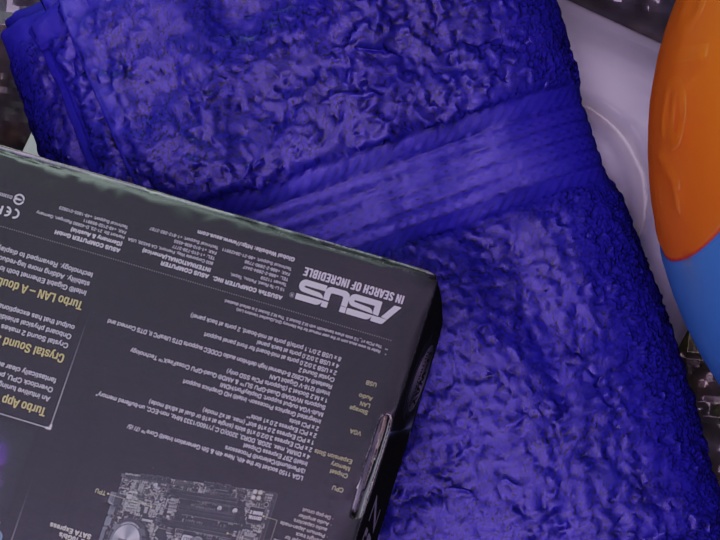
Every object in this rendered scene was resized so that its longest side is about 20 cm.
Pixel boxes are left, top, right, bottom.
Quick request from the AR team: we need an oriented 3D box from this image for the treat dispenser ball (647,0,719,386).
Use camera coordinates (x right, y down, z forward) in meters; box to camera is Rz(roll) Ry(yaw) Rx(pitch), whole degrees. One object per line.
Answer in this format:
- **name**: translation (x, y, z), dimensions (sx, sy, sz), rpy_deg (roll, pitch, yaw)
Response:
- **treat dispenser ball**: translation (0.170, -0.029, 0.730), dimensions (0.200, 0.201, 0.202), rpy_deg (1, 96, 9)

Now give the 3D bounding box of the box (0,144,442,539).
- **box**: translation (-0.096, 0.052, 0.744), dimensions (0.199, 0.044, 0.161), rpy_deg (15, 76, 7)

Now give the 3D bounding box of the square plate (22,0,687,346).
- **square plate**: translation (-0.009, 0.002, 0.848), dimensions (0.198, 0.028, 0.201), rpy_deg (27, 98, 5)

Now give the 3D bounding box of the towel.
- **towel**: translation (0.000, 0.000, 0.798), dimensions (0.147, 0.050, 0.201), rpy_deg (-19, 86, 5)
